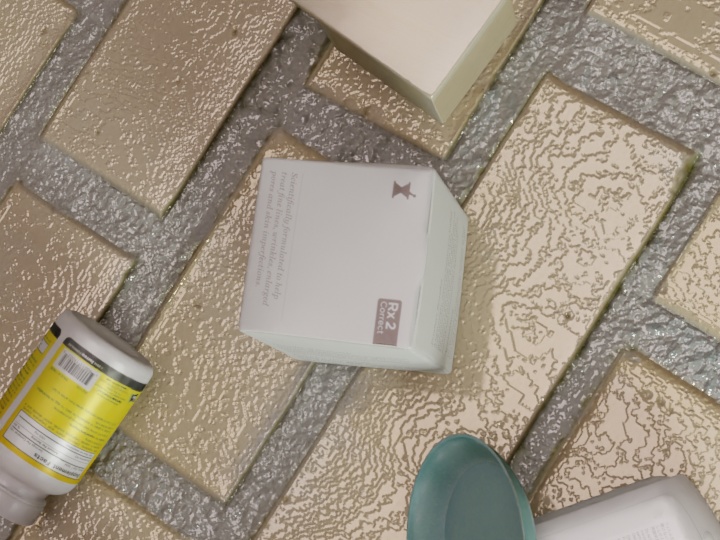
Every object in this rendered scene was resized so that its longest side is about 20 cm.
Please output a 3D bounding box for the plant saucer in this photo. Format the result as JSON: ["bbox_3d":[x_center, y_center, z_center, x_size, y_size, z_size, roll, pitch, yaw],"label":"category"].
[{"bbox_3d":[0.106,0.249,1.327,0.036,0.200,0.201,4,77,-28],"label":"plant saucer"}]

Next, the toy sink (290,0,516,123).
[{"bbox_3d":[0.037,-0.263,1.458,0.200,0.112,0.131,36,89,12],"label":"toy sink"}]

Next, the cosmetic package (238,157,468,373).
[{"bbox_3d":[0.000,0.000,1.368,0.164,0.200,0.166,5,80,14],"label":"cosmetic package"}]

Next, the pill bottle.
[{"bbox_3d":[-0.306,0.149,1.459,0.112,0.112,0.200,35,89,17],"label":"pill bottle"}]

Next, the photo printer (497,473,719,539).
[{"bbox_3d":[0.239,0.284,1.322,0.199,0.069,0.167,-22,73,8],"label":"photo printer"}]
